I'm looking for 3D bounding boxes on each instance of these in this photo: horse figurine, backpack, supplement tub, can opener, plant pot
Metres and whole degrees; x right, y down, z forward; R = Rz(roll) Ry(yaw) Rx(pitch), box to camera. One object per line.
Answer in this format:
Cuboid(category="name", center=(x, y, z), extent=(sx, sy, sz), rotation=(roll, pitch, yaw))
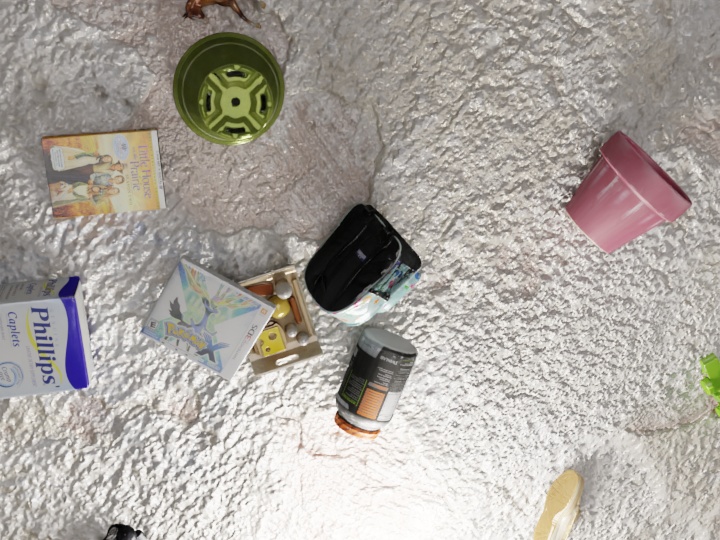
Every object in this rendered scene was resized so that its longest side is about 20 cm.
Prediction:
Cuboid(category="horse figurine", center=(-0.213, -0.506, 1.508), extent=(0.132, 0.050, 0.201), rotation=(20, 111, 0))
Cuboid(category="backpack", center=(0.000, 0.000, 1.651), extent=(0.200, 0.178, 0.151), rotation=(-44, 141, 5))
Cuboid(category="supplement tub", center=(0.026, 0.225, 1.758), extent=(0.122, 0.123, 0.201), rotation=(18, 103, -17))
Cuboid(category="can opener", center=(-0.529, 0.580, 1.784), extent=(0.200, 0.063, 0.079), rotation=(-33, 111, -1))
Cuboid(category="plant pot", center=(-0.218, -0.298, 1.505), extent=(0.199, 0.190, 0.201), rotation=(-3, 107, -11))
Cuboid(category="plant pot", center=(0.505, -0.140, 1.718), extent=(0.200, 0.200, 0.179), rotation=(37, 113, -20))

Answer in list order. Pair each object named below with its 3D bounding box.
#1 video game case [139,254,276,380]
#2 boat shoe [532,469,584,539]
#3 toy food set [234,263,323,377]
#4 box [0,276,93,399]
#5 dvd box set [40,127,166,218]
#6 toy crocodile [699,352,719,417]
Cuboid(category="video game case", center=(-0.289, 0.092, 1.672), extent=(0.199, 0.022, 0.183), rotation=(29, 109, -10))
Cuboid(category="boat shoe", center=(0.454, 0.537, 1.980), extent=(0.069, 0.074, 0.201), rotation=(15, 105, -28))
Cuboid(category="toy food set", center=(-0.167, 0.097, 1.709), extent=(0.143, 0.060, 0.201), rotation=(-18, 110, -6))
Cuboid(category="box", center=(-0.599, 0.122, 1.602), extent=(0.199, 0.105, 0.185), rotation=(-7, 109, -10))
Cuboid(category="dvd box set", center=(-0.454, -0.173, 1.579), extent=(0.199, 0.029, 0.147), rotation=(-5, 108, -10))
Cuboid(category="toy crocodile", center=(0.805, 0.271, 1.976), extent=(0.067, 0.062, 0.200), rotation=(-32, 106, 0))
